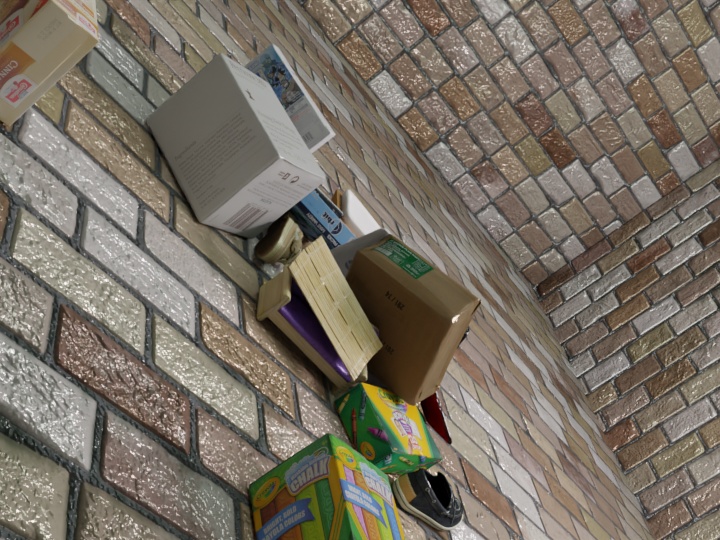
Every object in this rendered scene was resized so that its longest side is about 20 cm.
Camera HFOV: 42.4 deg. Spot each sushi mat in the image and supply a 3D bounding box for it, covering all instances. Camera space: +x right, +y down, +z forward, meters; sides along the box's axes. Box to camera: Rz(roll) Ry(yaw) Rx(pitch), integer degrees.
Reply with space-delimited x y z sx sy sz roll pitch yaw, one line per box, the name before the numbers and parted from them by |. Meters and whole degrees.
sushi mat | -0.036 0.055 1.380 0.096 0.012 0.202 -42 107 -46

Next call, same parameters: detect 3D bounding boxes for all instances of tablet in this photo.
tablet | 0.000 0.000 1.598 0.130 0.198 0.014 45 39 -32

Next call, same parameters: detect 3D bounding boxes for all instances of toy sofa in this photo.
toy sofa | -0.059 0.085 1.402 0.200 0.097 0.083 48 22 -27

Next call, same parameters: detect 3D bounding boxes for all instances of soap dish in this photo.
soap dish | -0.001 -0.057 1.925 0.201 0.081 0.158 49 16 -21

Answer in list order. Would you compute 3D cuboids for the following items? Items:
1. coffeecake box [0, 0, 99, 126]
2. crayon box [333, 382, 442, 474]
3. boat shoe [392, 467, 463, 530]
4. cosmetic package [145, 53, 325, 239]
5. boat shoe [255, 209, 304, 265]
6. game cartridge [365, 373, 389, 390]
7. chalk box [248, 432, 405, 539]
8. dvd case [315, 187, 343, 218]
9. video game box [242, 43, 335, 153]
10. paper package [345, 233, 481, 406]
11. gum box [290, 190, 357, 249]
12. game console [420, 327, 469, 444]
coffeecake box | -0.386 -0.291 1.082 0.073 0.153 0.202 39 21 -42
crayon box | 0.046 0.253 1.457 0.199 0.058 0.120 27 31 -60
boat shoe | 0.121 0.358 1.464 0.200 0.062 0.075 40 19 -50
cosmetic package | -0.193 -0.187 1.441 0.202 0.165 0.167 58 16 17
boat shoe | -0.124 -0.045 1.543 0.065 0.072 0.200 50 10 -11
game cartridge | 0.019 0.153 1.635 0.202 0.041 0.133 57 19 6
chalk box | -0.037 0.276 1.029 0.124 0.124 0.202 43 18 -39
dvd case | -0.125 -0.171 1.706 0.200 0.025 0.150 44 -6 -19
video game box | -0.171 -0.246 1.571 0.184 0.199 0.047 56 11 3
paper package | 0.065 0.077 1.490 0.199 0.193 0.103 36 33 20
gum box | -0.093 -0.101 1.656 0.170 0.045 0.199 47 -8 -27
game console | 0.152 0.188 1.657 0.118 0.173 0.200 40 -3 -8
